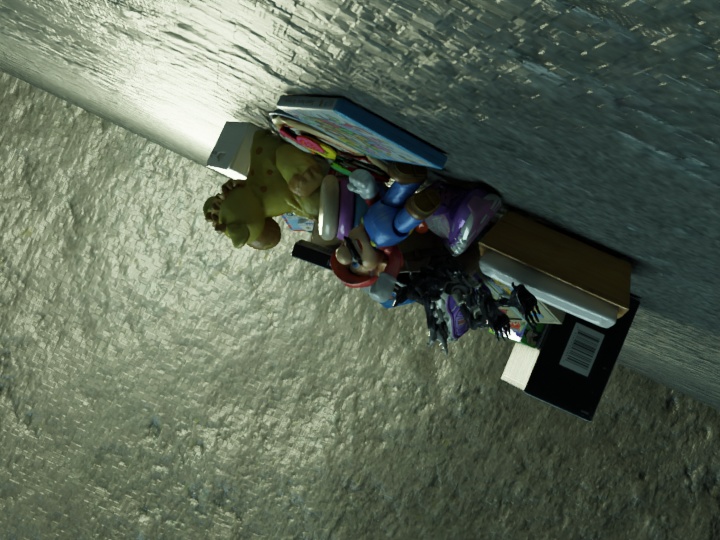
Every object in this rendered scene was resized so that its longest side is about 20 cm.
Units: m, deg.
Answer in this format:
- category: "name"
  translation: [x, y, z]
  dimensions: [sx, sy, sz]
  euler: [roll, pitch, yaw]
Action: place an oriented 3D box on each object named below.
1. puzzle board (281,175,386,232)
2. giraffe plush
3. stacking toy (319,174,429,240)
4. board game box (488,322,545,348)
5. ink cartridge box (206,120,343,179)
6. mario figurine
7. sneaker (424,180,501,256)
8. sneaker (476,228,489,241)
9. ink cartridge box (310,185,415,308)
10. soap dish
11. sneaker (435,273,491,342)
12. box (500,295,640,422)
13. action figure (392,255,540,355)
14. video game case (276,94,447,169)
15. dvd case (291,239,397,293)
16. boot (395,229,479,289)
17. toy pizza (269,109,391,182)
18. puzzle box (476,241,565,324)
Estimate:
- category: "puzzle board"
  translation: [-0.041, -0.098, 1.901]
  dimensions: [0.197, 0.018, 0.151]
  euler: [1, 151, 20]
- category: "giraffe plush"
  translation: [-0.132, -0.097, 1.743]
  dimensions: [0.200, 0.162, 0.172]
  euler: [44, 175, -11]
- category: "stacking toy"
  translation: [0.046, -0.079, 1.635]
  dimensions: [0.197, 0.087, 0.085]
  euler: [3, -179, -7]
- category: "board game box"
  translation: [0.263, 0.048, 1.950]
  dimensions: [0.029, 0.136, 0.200]
  euler: [24, 178, -8]
- category: "ink cartridge box"
  translation: [-0.129, -0.162, 1.980]
  dimensions: [0.198, 0.084, 0.146]
  euler: [25, 178, -24]
- category: "mario figurine"
  translation: [0.015, -0.044, 1.524]
  dimensions: [0.105, 0.125, 0.201]
  euler: [22, 137, -14]
- category: "sneaker"
  translation: [0.113, -0.073, 1.519]
  dimensions: [0.088, 0.081, 0.200]
  euler: [43, 175, 1]
- category: "sneaker"
  translation: [0.170, -0.032, 1.864]
  dimensions: [0.129, 0.081, 0.200]
  euler: [23, 169, -6]
- category: "ink cartridge box"
  translation: [0.039, -0.033, 1.885]
  dimensions: [0.145, 0.085, 0.199]
  euler: [-13, 144, 39]
- category: "soap dish"
  translation: [0.247, -0.002, 1.556]
  dimensions: [0.198, 0.082, 0.157]
  euler: [25, 178, 9]
- category: "sneaker"
  translation: [0.149, 0.048, 1.766]
  dimensions: [0.082, 0.082, 0.200]
  euler: [-10, 163, 6]
- category: "box"
  translation: [0.325, 0.112, 1.931]
  dimensions: [0.122, 0.202, 0.198]
  euler: [24, 179, -4]
- category: "action figure"
  translation: [0.120, 0.045, 1.538]
  dimensions: [0.199, 0.118, 0.103]
  euler: [15, 127, 48]
- category: "video game case"
  translation: [-0.003, -0.159, 1.399]
  dimensions: [0.142, 0.018, 0.200]
  euler: [27, 178, -24]
- category: "dvd case"
  translation: [0.000, 0.000, 1.758]
  dimensions: [0.197, 0.025, 0.150]
  euler: [19, -178, -1]
- category: "boot"
  translation: [0.067, -0.025, 1.680]
  dimensions: [0.197, 0.071, 0.147]
  euler: [1, -146, 19]
- category: "toy pizza"
  translation: [-0.034, -0.158, 1.638]
  dimensions: [0.198, 0.032, 0.200]
  euler: [25, 178, 1]
- category: "puzzle box"
  translation: [0.197, 0.018, 1.784]
  dimensions: [0.132, 0.026, 0.200]
  euler: [1, 151, 41]
